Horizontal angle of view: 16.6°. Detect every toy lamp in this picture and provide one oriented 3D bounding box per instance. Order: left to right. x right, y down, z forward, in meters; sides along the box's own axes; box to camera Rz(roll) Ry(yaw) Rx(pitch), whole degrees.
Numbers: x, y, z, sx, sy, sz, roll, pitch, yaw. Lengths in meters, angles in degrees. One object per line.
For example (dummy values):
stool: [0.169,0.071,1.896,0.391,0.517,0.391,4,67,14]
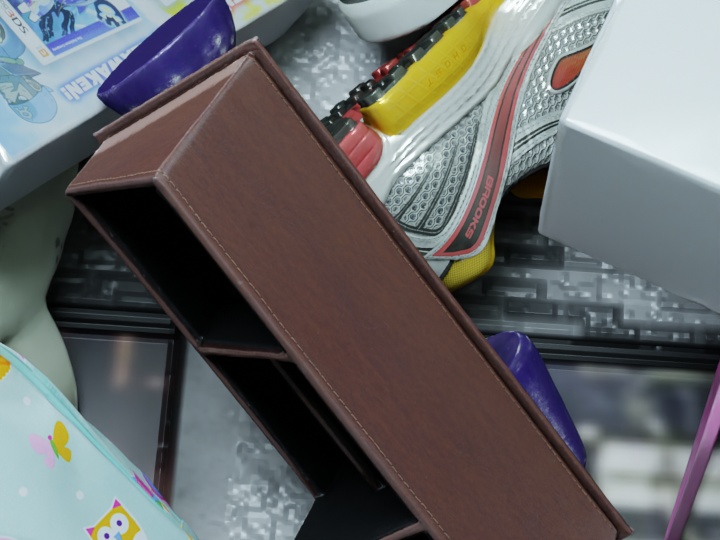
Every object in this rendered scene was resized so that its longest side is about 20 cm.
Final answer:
toy lamp: [0.000,0.000,0.801,0.058,0.058,0.200,-45,105,-22]

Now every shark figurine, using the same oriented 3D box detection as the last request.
shark figurine: [-0.176,0.017,0.810,0.214,0.089,0.129,-20,102,-49]

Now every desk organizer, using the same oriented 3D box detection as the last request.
desk organizer: [-0.010,0.040,0.745,0.200,0.072,0.077,52,36,-15]

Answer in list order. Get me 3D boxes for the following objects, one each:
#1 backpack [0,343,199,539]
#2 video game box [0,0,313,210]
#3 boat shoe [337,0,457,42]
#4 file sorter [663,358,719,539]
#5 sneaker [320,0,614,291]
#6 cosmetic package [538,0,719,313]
backpack: [-0.117,0.097,0.717,0.200,0.126,0.167,49,62,-15]
video game box: [-0.127,-0.125,0.844,0.182,0.047,0.200,45,40,6]
boat shoe: [0.025,-0.169,0.912,0.070,0.064,0.201,-14,41,35]
file sorter: [0.205,0.054,0.778,0.199,0.139,0.126,18,64,8]
sneaker: [0.063,-0.068,0.885,0.082,0.078,0.200,49,64,-8]
cosmetic package: [0.162,-0.031,0.699,0.199,0.081,0.113,25,68,12]
